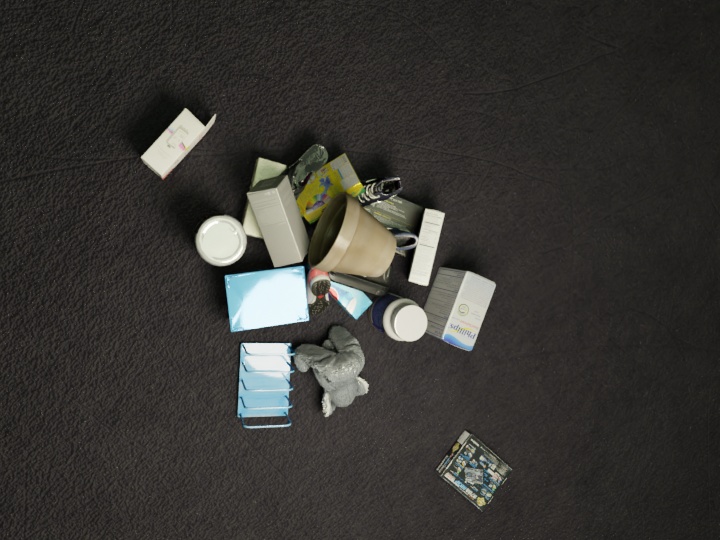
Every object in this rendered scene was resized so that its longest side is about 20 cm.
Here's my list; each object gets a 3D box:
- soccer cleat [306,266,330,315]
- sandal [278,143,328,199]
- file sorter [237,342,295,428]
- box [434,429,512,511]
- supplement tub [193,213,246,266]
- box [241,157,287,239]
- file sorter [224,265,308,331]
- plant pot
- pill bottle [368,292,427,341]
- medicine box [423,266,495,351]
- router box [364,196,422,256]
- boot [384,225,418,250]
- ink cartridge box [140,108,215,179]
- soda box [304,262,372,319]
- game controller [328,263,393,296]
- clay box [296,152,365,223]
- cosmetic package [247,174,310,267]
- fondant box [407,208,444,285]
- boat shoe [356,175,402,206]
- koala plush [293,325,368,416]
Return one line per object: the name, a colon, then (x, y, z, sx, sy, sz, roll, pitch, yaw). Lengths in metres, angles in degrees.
soccer cleat: (-0.117, 0.051, 1.564, 0.067, 0.201, 0.074, -7, 59, -14)
sandal: (-0.157, -0.246, 1.513, 0.075, 0.048, 0.201, 40, 81, -20)
file sorter: (-0.246, 0.301, 1.555, 0.137, 0.123, 0.203, 2, 93, -18)
box: (0.349, 0.613, 1.804, 0.200, 0.046, 0.159, 42, 82, -16)
supplement tub: (-0.350, -0.078, 1.451, 0.121, 0.200, 0.124, -1, 95, -17)
box: (-0.256, -0.186, 1.542, 0.081, 0.068, 0.203, 15, 90, -18)
file sorter: (-0.249, 0.066, 1.528, 0.197, 0.123, 0.141, -7, 96, -17)
plant pot: (-0.011, -0.070, 1.466, 0.172, 0.200, 0.202, 22, 88, -22)
pill bottle: (0.102, 0.128, 1.609, 0.114, 0.200, 0.117, -1, 95, -16)
medicine box: (0.268, 0.104, 1.667, 0.102, 0.182, 0.202, 21, 88, -17)
router box: (0.060, -0.143, 1.650, 0.198, 0.051, 0.151, 21, 88, -16)
boot: (0.053, -0.087, 1.576, 0.197, 0.090, 0.074, -4, 101, -14)
ink cartridge box: (-0.445, -0.324, 1.447, 0.067, 0.116, 0.201, 42, 81, -15)
soda box: (-0.062, 0.040, 1.622, 0.068, 0.064, 0.200, -45, 105, -9)
game controller: (0.000, 0.000, 1.590, 0.198, 0.042, 0.106, 19, 81, -28)
clay box: (-0.098, -0.209, 1.548, 0.199, 0.048, 0.116, -30, 59, 7)
cosmetic package: (-0.199, -0.123, 1.464, 0.089, 0.107, 0.202, -8, 114, 13)
fondant box: (0.181, -0.062, 1.644, 0.058, 0.144, 0.203, 14, 90, 3)
boat shoe: (0.018, -0.210, 1.560, 0.198, 0.093, 0.076, -19, 95, -11)
koala plush: (-0.061, 0.292, 1.597, 0.176, 0.183, 0.202, -26, 123, -28)
